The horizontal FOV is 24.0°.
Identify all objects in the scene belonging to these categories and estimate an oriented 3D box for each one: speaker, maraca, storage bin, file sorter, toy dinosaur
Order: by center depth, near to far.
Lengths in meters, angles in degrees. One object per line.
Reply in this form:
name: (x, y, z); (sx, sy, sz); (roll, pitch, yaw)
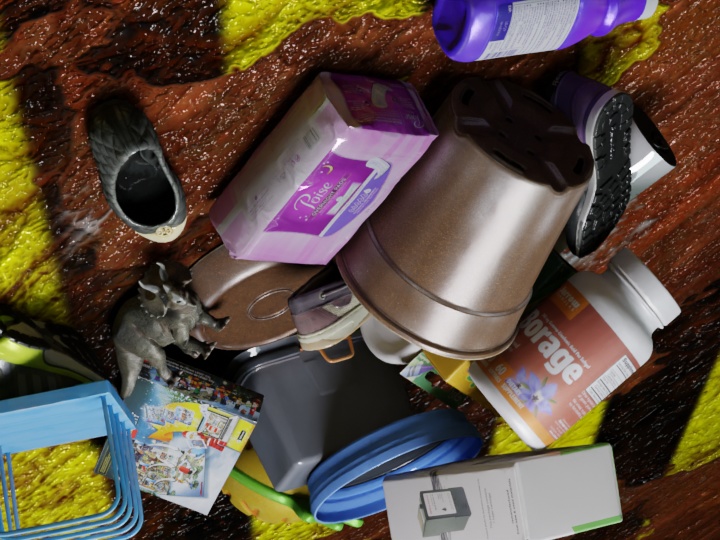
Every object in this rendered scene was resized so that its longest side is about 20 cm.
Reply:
file sorter: (-0.283, 0.192, 1.601); (0.137, 0.124, 0.200); (-11, 165, -3)
toy dinosaur: (-0.194, 0.053, 1.636); (0.200, 0.102, 0.077); (-39, -164, 47)
speaker: (0.224, -0.081, 1.730); (0.200, 0.082, 0.081); (-38, 150, 23)
storage bin: (-0.034, 0.143, 1.825); (0.198, 0.135, 0.146); (-14, 157, -28)
maraca: (-0.086, 0.240, 1.925); (0.137, 0.199, 0.108); (-1, 117, -59)

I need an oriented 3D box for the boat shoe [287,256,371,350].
boat shoe: (0.000, 0.000, 1.650); (0.072, 0.065, 0.200); (1, -146, 44)

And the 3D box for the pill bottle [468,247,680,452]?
pill bottle: (0.212, 0.074, 1.659); (0.200, 0.112, 0.112); (-42, 151, 2)

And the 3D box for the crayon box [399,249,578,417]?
crayon box: (0.150, 0.071, 1.739); (0.200, 0.052, 0.126); (-45, 142, 8)

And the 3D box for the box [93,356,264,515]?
box: (-0.195, 0.174, 1.799); (0.136, 0.038, 0.201); (22, 138, -7)

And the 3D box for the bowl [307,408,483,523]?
bowl: (0.034, 0.208, 1.809); (0.199, 0.040, 0.201); (-22, 159, -9)

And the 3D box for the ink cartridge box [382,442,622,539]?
ink cartridge box: (0.141, 0.232, 1.719); (0.145, 0.085, 0.199); (-5, 174, -40)

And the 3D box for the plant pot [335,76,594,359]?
plant pot: (0.105, -0.059, 1.574); (0.199, 0.201, 0.199); (-1, 136, -37)

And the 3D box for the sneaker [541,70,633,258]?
sneaker: (0.211, -0.108, 1.645); (0.076, 0.087, 0.201); (-34, 142, -33)

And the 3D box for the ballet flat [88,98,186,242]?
ballet flat: (-0.188, -0.072, 1.436); (0.066, 0.057, 0.200); (-22, 152, -3)

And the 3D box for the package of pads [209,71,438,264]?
package of pads: (-0.036, -0.087, 1.514); (0.120, 0.076, 0.200); (1, 143, -42)

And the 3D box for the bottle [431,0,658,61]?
bottle: (0.161, -0.227, 1.443); (0.198, 0.066, 0.084); (-11, 150, -25)

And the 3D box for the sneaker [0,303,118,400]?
sneaker: (-0.309, 0.093, 1.596); (0.081, 0.074, 0.200); (-47, 140, 11)

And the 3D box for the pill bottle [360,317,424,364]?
pill bottle: (0.104, 0.043, 1.808); (0.199, 0.115, 0.114); (2, 142, -41)

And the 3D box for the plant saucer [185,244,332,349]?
plant saucer: (-0.094, 0.023, 1.702); (0.199, 0.035, 0.201); (-19, 151, -11)
